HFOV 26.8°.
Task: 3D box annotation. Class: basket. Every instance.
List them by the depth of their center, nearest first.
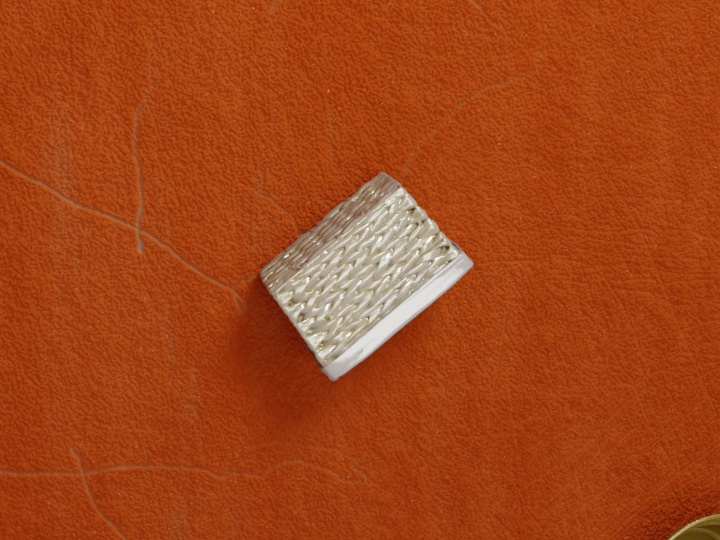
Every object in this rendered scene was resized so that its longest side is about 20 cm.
[{"bbox_3d":[0.000,0.000,1.632,0.200,0.136,0.124,-38,105,-1],"label":"basket"}]

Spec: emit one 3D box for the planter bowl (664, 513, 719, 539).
[{"bbox_3d":[0.419,0.376,1.852,0.199,0.083,0.202,-4,105,-13],"label":"planter bowl"}]
